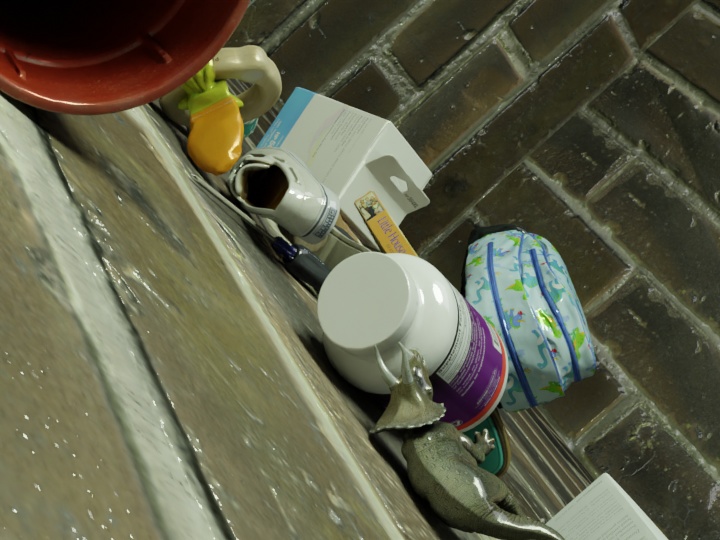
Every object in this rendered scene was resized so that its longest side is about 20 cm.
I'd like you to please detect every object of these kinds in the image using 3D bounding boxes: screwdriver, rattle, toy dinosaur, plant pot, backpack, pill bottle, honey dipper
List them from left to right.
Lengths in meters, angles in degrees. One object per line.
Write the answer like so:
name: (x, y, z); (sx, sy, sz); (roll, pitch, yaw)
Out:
plant pot: (-0.190, -0.226, 0.731); (0.195, 0.201, 0.201); (42, -2, 45)
rattle: (-0.131, -0.131, 1.226); (0.144, 0.129, 0.200); (61, -19, 17)
screwdriver: (-0.089, -0.038, 1.107); (0.200, 0.028, 0.029); (43, 36, -37)
honey dipper: (-0.088, -0.071, 1.231); (0.038, 0.038, 0.200); (45, -1, -35)
pill bottle: (0.041, 0.058, 0.971); (0.113, 0.112, 0.200); (51, 5, 32)
toy dinosaur: (0.067, 0.149, 0.836); (0.102, 0.077, 0.201); (26, 24, -46)
backpack: (0.157, 0.052, 1.171); (0.200, 0.153, 0.165); (-42, 119, -63)

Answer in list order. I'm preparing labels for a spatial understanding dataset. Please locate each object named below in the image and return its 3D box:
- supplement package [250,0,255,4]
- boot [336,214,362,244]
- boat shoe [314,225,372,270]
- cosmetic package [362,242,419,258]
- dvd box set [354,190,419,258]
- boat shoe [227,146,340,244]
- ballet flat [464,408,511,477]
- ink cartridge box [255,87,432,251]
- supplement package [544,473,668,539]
supplement package: (-0.369, -0.695, 2.899); (0.147, 0.200, 0.192); (44, 7, -48)
boot: (0.000, 0.000, 1.394); (0.200, 0.066, 0.175); (50, 5, 3)
boat shoe: (0.001, 0.011, 1.191); (0.062, 0.073, 0.200); (26, 13, -37)
cosmetic package: (0.030, -0.006, 1.582); (0.103, 0.087, 0.200); (46, 4, -45)
dvd box set: (0.064, 0.020, 1.289); (0.147, 0.029, 0.200); (59, 0, -42)
boat shoe: (-0.090, -0.083, 1.144); (0.070, 0.071, 0.200); (28, 7, -31)
ballet flat: (0.088, 0.115, 1.181); (0.200, 0.069, 0.063); (51, 28, 19)
ink cartridge box: (-0.018, -0.127, 1.534); (0.199, 0.126, 0.129); (27, -11, 41)
supplement package: (0.194, 0.252, 0.805); (0.114, 0.109, 0.200); (46, 5, -25)
